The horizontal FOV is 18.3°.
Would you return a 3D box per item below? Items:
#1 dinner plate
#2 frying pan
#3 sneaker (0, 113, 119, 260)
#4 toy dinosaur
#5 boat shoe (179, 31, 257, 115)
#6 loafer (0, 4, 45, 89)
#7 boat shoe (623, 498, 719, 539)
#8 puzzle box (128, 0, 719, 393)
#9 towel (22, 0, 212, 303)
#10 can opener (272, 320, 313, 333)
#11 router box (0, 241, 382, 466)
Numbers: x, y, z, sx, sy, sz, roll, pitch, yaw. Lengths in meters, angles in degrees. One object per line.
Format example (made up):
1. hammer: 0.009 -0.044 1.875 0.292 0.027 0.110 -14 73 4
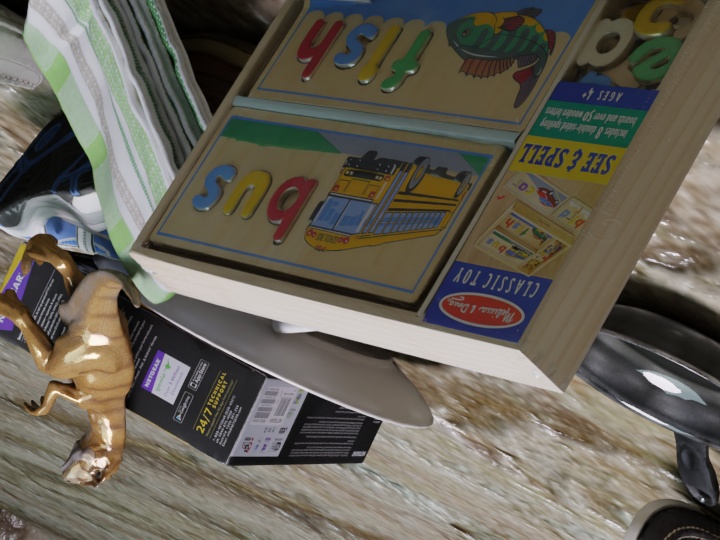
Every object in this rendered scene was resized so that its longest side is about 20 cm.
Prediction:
1. dinner plate: -0.047 0.028 1.182 0.200 0.024 0.200 26 -176 -2
2. frying pan: 0.155 0.065 0.986 0.115 0.031 0.190 15 162 46
3. sneaker: -0.128 -0.033 1.125 0.077 0.076 0.200 43 163 -25
4. toy dinosaur: -0.129 0.027 1.066 0.106 0.060 0.200 37 149 18
5. boat shoe: -0.047 -0.052 0.923 0.072 0.068 0.200 40 162 -32
6. loafer: -0.221 -0.103 0.993 0.200 0.070 0.070 11 -169 -47
7. boat shoe: 0.196 0.179 1.195 0.060 0.074 0.200 19 164 37
8. puzzle box: 0.020 -0.039 0.715 0.200 0.133 0.025 12 156 49
9. towel: -0.100 -0.065 0.913 0.150 0.031 0.200 67 164 5
10. can opener: 0.000 0.000 1.031 0.066 0.053 0.200 38 163 -22
11. router box: -0.086 0.048 1.211 0.157 0.052 0.200 28 -175 21
